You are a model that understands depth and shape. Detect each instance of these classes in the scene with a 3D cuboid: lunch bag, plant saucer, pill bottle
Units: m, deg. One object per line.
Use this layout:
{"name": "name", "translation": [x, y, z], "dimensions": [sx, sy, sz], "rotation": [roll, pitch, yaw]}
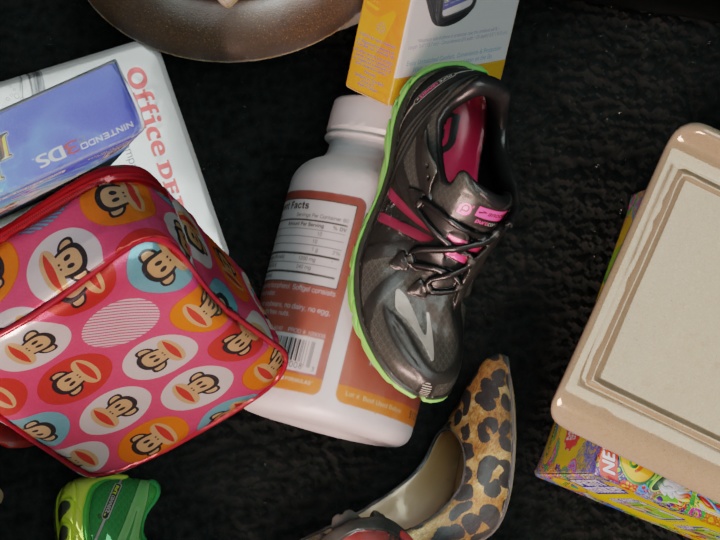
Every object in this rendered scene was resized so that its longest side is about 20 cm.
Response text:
{"name": "lunch bag", "translation": [-0.151, 0.042, 1.299], "dimensions": [0.176, 0.200, 0.082], "rotation": [-32, 57, 5]}
{"name": "plant saucer", "translation": [-0.079, -0.213, 1.398], "dimensions": [0.199, 0.032, 0.201], "rotation": [0, 55, 0]}
{"name": "pill bottle", "translation": [0.000, 0.000, 1.412], "dimensions": [0.112, 0.112, 0.201], "rotation": [17, 82, -13]}

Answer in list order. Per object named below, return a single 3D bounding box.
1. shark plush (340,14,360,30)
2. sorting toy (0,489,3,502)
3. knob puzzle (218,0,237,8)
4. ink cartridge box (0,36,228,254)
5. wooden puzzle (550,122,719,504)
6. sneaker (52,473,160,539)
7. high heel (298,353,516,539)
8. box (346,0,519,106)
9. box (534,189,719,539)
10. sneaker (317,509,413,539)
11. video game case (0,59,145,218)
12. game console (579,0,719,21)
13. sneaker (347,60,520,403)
{"name": "shark plush", "translation": [-0.037, -0.186, 1.461], "dimensions": [0.199, 0.091, 0.084], "rotation": [-22, 69, 2]}
{"name": "sorting toy", "translation": [-0.327, 0.120, 1.287], "dimensions": [0.199, 0.200, 0.070], "rotation": [-37, 56, -11]}
{"name": "knob puzzle", "translation": [-0.070, -0.275, 1.355], "dimensions": [0.220, 0.219, 0.030], "rotation": [-61, 145, -11]}
{"name": "ink cartridge box", "translation": [-0.197, -0.041, 1.378], "dimensions": [0.199, 0.084, 0.146], "rotation": [-19, 90, -15]}
{"name": "wooden puzzle", "translation": [0.233, 0.037, 1.381], "dimensions": [0.184, 0.037, 0.201], "rotation": [26, 85, -2]}
{"name": "sneaker", "translation": [-0.129, 0.219, 1.381], "dimensions": [0.083, 0.074, 0.201], "rotation": [-12, 88, -11]}
{"name": "high heel", "translation": [0.016, 0.136, 1.424], "dimensions": [0.142, 0.071, 0.201], "rotation": [16, 91, -19]}
{"name": "box", "translation": [0.059, -0.204, 1.384], "dimensions": [0.119, 0.041, 0.201], "rotation": [-15, 122, -51]}
{"name": "box", "translation": [0.244, 0.071, 1.466], "dimensions": [0.192, 0.122, 0.201], "rotation": [22, 81, -11]}
{"name": "sneaker", "translation": [0.025, 0.234, 1.368], "dimensions": [0.071, 0.098, 0.201], "rotation": [-19, 123, -3]}
{"name": "video game case", "translation": [-0.223, -0.042, 1.235], "dimensions": [0.199, 0.181, 0.046], "rotation": [-25, 93, -13]}
{"name": "game console", "translation": [0.178, -0.270, 1.501], "dimensions": [0.199, 0.116, 0.177], "rotation": [4, 115, -32]}
{"name": "sneaker", "translation": [0.045, -0.024, 1.325], "dimensions": [0.076, 0.084, 0.201], "rotation": [8, 86, -28]}
